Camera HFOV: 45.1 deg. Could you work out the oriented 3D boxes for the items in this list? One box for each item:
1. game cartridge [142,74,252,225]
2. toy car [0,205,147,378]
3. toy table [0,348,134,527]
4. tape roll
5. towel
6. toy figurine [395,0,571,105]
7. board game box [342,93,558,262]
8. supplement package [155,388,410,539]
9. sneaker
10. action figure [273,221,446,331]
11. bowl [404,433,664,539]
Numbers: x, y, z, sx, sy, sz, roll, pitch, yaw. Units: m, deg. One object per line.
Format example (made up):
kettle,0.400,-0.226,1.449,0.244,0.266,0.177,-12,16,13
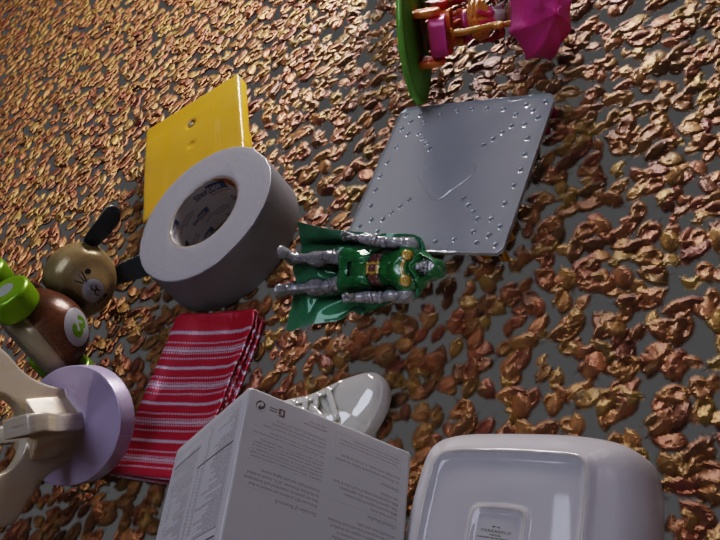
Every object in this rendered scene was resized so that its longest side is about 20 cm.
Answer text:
game cartridge,-0.231,-0.169,1.230,0.174,0.032,0.203,-27,46,17
toy car,-0.347,0.023,1.073,0.200,0.166,0.156,-44,40,-22
toy table,-0.349,0.169,0.931,0.198,0.116,0.188,-31,69,34
tape roll,-0.174,-0.053,1.061,0.197,0.066,0.204,-21,46,23
towel,-0.189,0.134,0.951,0.142,0.023,0.204,-4,54,36
toy figurine,0.149,-0.281,0.985,0.179,0.154,0.201,-3,22,17
board game box,0.096,-0.096,0.923,0.196,0.026,0.203,1,57,38
supplement package,-0.068,0.229,0.648,0.150,0.149,0.204,-40,33,45
sneaker,-0.065,0.149,0.798,0.198,0.085,0.073,-34,40,6
action figure,0.000,0.000,0.882,0.196,0.054,0.121,-3,81,33
bowl,0.111,0.206,0.627,0.196,0.075,0.203,-4,54,33
